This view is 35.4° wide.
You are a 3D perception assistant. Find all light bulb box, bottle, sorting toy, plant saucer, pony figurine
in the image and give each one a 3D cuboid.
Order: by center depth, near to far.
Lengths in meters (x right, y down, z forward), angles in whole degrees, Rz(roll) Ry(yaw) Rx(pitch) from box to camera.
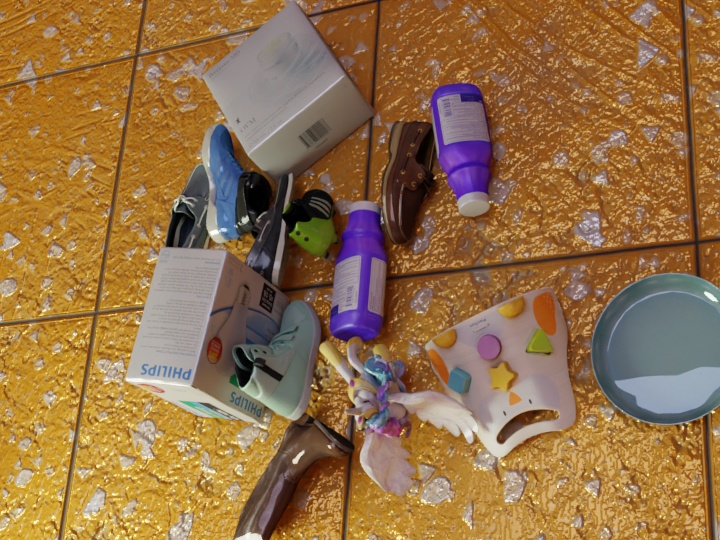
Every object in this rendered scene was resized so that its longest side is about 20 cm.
[{"bbox_3d":[0.396,0.102,1.448,0.197,0.027,0.204,-10,65,23],"label":"plant saucer"},{"bbox_3d":[0.198,0.144,1.503,0.198,0.107,0.183,-27,78,14],"label":"sorting toy"},{"bbox_3d":[0.036,0.183,1.508,0.167,0.192,0.201,-46,28,15],"label":"pony figurine"},{"bbox_3d":[0.000,0.000,1.652,0.083,0.064,0.204,-26,52,51],"label":"bottle"},{"bbox_3d":[-0.219,0.097,1.655,0.123,0.198,0.204,2,70,28],"label":"light bulb box"},{"bbox_3d":[0.154,-0.179,1.664,0.082,0.066,0.203,-5,64,-5],"label":"bottle"}]

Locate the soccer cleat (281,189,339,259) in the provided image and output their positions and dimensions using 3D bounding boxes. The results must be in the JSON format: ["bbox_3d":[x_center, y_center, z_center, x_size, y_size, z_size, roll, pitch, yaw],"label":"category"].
[{"bbox_3d":[-0.080,-0.085,1.695,0.068,0.080,0.201,-53,20,15],"label":"soccer cleat"}]

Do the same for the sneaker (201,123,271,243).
[{"bbox_3d":[-0.194,-0.152,1.823,0.110,0.076,0.204,-14,67,27],"label":"sneaker"}]

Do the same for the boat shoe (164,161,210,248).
[{"bbox_3d":[-0.276,-0.094,1.849,0.072,0.062,0.204,1,69,27],"label":"boat shoe"}]

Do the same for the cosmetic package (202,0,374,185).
[{"bbox_3d":[-0.118,-0.286,1.820,0.198,0.123,0.201,-37,56,7],"label":"cosmetic package"}]

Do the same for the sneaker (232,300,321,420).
[{"bbox_3d":[-0.124,0.105,1.630,0.074,0.117,0.203,-38,35,35],"label":"sneaker"}]

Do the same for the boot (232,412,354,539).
[{"bbox_3d":[-0.097,0.301,1.549,0.202,0.064,0.186,-58,16,-10],"label":"boot"}]

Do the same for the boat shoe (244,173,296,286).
[{"bbox_3d":[-0.137,-0.070,1.745,0.066,0.072,0.203,6,57,8],"label":"boat shoe"}]

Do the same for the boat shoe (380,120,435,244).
[{"bbox_3d":[0.075,-0.136,1.686,0.066,0.072,0.204,-4,64,27],"label":"boat shoe"}]
